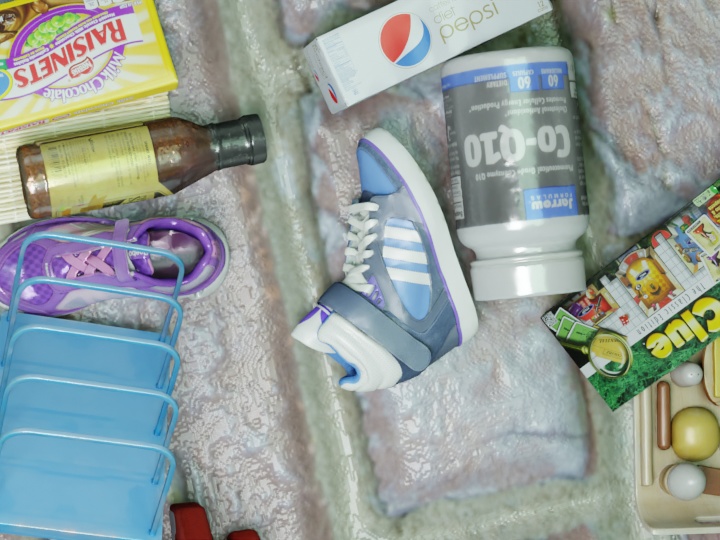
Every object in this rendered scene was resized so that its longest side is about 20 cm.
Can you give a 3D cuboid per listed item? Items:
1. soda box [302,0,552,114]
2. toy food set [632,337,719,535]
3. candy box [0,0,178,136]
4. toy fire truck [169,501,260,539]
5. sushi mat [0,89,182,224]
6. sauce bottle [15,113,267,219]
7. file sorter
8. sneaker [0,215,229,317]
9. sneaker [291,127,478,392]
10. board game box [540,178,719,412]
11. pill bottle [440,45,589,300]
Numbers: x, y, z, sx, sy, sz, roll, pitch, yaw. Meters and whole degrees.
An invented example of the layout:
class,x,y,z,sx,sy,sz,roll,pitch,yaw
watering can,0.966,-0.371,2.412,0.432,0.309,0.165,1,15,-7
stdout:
class,x,y,z,sx,sy,sz,roll,pitch,yaw
soda box,0.056,-0.202,1.586,0.199,0.068,0.064,-26,94,-12
toy food set,0.312,0.125,1.639,0.142,0.060,0.202,-1,89,-12
candy box,-0.256,-0.171,1.531,0.198,0.026,0.103,-17,85,-12
toy fire truck,-0.120,0.286,1.483,0.111,0.168,0.202,-5,90,-13
sushi mat,-0.248,-0.094,1.544,0.198,0.012,0.097,-11,92,-13
sauce bottle,-0.174,-0.088,1.521,0.198,0.066,0.067,-10,91,-11
file sorter,-0.204,0.086,1.421,0.138,0.123,0.201,9,47,-13
sneaker,-0.199,-0.009,1.514,0.198,0.088,0.081,-6,89,-12
sneaker,0.000,0.000,1.561,0.146,0.081,0.201,-26,100,-16
board game box,0.254,0.024,1.578,0.200,0.023,0.105,-41,88,31
pill bottle,0.131,-0.079,1.576,0.113,0.114,0.202,-6,90,-13
